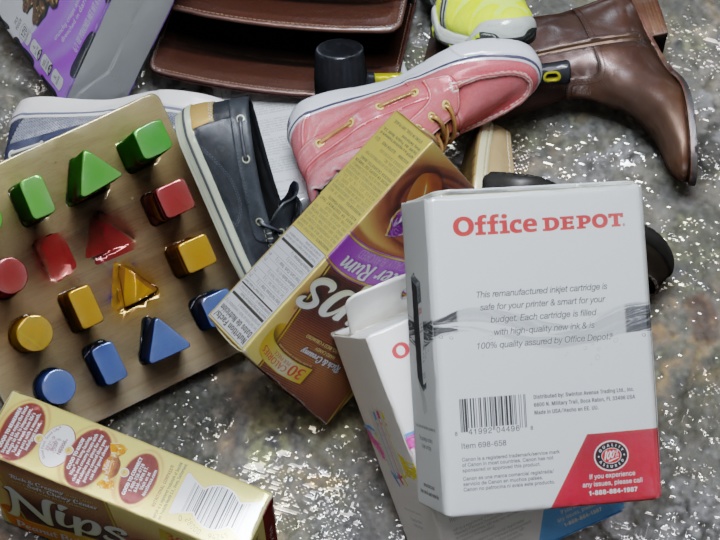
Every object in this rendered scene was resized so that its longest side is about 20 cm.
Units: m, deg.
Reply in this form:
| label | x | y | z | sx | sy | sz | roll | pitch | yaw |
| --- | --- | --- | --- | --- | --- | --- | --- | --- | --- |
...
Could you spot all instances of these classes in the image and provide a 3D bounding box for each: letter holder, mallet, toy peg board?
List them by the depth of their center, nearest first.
| label | x | y | z | sx | sy | sz | roll | pitch | yaw |
| --- | --- | --- | --- | --- | --- | --- | --- | --- | --- |
| toy peg board | -0.188 | -0.001 | 1.551 | 0.199 | 0.098 | 0.201 | -26 | 93 | -14 |
| mallet | 0.061 | -0.138 | 1.665 | 0.198 | 0.066 | 0.041 | 3 | 30 | -7 |
| letter holder | -0.061 | -0.218 | 1.707 | 0.198 | 0.101 | 0.143 | 7 | 47 | 6 |

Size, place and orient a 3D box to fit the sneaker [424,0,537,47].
| label | x | y | z | sx | sy | sz | roll | pitch | yaw |
| --- | --- | --- | --- | --- | --- | --- | --- | --- | --- |
| sneaker | 0.085 | -0.229 | 1.696 | 0.075 | 0.077 | 0.200 | -7 | 28 | -14 |

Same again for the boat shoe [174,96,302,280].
| label | x | y | z | sx | sy | sz | roll | pitch | yaw |
| --- | --- | --- | --- | --- | --- | --- | --- | --- | --- |
| boat shoe | -0.069 | -0.036 | 1.580 | 0.062 | 0.201 | 0.075 | -22 | 16 | 8 |

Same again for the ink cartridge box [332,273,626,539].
| label | x | y | z | sx | sy | sz | roll | pitch | yaw |
| --- | --- | --- | --- | --- | --- | --- | --- | --- | --- |
| ink cartridge box | 0.073 | 0.090 | 1.482 | 0.128 | 0.125 | 0.202 | -21 | 93 | -12 |

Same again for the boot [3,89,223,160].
| label | x | y | z | sx | sy | sz | roll | pitch | yaw |
| --- | --- | --- | --- | --- | --- | --- | --- | --- | --- |
| boot | -0.183 | -0.081 | 1.656 | 0.198 | 0.073 | 0.091 | -1 | 64 | 23 |

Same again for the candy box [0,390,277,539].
| label | x | y | z | sx | sy | sz | roll | pitch | yaw |
| --- | --- | --- | --- | --- | --- | --- | --- | --- | --- |
| candy box | -0.156 | 0.163 | 1.494 | 0.198 | 0.116 | 0.056 | 21 | 61 | 12 |

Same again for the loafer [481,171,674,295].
| label | x | y | z | sx | sy | sz | roll | pitch | yaw |
| --- | --- | --- | --- | --- | --- | --- | --- | --- | --- |
| loafer | 0.151 | -0.012 | 1.579 | 0.073 | 0.199 | 0.072 | 7 | 79 | 48 |

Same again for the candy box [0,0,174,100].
| label | x | y | z | sx | sy | sz | roll | pitch | yaw |
| --- | --- | --- | --- | --- | --- | --- | --- | --- | --- |
| candy box | -0.229 | -0.259 | 1.705 | 0.071 | 0.168 | 0.200 | -10 | 52 | -43 |

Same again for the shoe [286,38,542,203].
| label | x | y | z | sx | sy | sz | roll | pitch | yaw |
| --- | --- | --- | --- | --- | --- | --- | --- | --- | --- |
| shoe | 0.047 | -0.102 | 1.607 | 0.198 | 0.072 | 0.091 | -16 | 46 | 0 |

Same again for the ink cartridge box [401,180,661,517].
| label | x | y | z | sx | sy | sz | roll | pitch | yaw |
| --- | --- | --- | --- | --- | --- | --- | --- | --- | --- |
| ink cartridge box | 0.107 | 0.047 | 1.383 | 0.143 | 0.084 | 0.202 | -3 | 91 | -12 |

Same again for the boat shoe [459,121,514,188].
| label | x | y | z | sx | sy | sz | roll | pitch | yaw |
| --- | --- | --- | --- | --- | --- | --- | --- | --- | --- |
| boat shoe | 0.107 | -0.021 | 1.632 | 0.068 | 0.074 | 0.202 | 9 | 60 | -9 |

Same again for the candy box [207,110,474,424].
| label | x | y | z | sx | sy | sz | roll | pitch | yaw |
| --- | --- | --- | --- | --- | --- | --- | --- | --- | --- |
| candy box | 0.000 | 0.000 | 1.549 | 0.200 | 0.117 | 0.056 | -47 | 45 | 0 |

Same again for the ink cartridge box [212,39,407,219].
| label | x | y | z | sx | sy | sz | roll | pitch | yaw |
| --- | --- | --- | --- | --- | --- | --- | --- | --- | --- |
| ink cartridge box | -0.030 | -0.108 | 1.705 | 0.161 | 0.057 | 0.201 | -11 | 40 | -5 |

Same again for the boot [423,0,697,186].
| label | x | y | z | sx | sy | sz | roll | pitch | yaw |
| --- | --- | --- | --- | --- | --- | --- | --- | --- | --- |
| boot | 0.152 | -0.128 | 1.695 | 0.198 | 0.064 | 0.188 | -11 | 56 | -5 |
